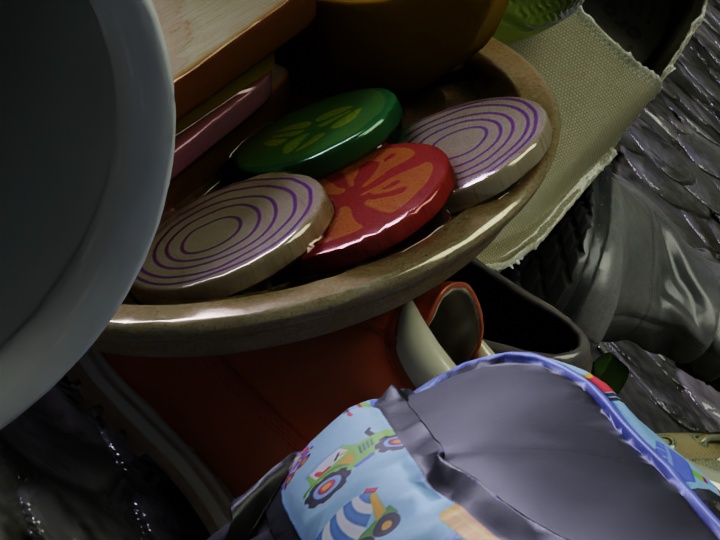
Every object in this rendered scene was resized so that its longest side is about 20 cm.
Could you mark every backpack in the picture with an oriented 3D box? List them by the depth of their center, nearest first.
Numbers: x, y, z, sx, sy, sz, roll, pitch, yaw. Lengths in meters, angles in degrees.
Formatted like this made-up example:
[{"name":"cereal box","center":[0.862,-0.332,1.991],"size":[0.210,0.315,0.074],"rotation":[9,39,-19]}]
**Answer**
[{"name":"backpack","center":[0.019,0.116,0.453],"size":[0.135,0.183,0.200],"rotation":[46,3,-23]}]

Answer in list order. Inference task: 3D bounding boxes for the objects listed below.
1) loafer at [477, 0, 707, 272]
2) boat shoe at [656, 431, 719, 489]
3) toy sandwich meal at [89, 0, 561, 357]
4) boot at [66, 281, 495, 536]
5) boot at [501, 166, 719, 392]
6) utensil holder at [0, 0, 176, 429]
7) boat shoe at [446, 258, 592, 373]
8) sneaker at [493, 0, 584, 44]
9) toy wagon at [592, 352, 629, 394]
[{"name":"loafer","center":[0.061,-0.065,0.855],"size":[0.076,0.068,0.200],"rotation":[43,50,-7]},{"name":"boat shoe","center":[0.157,0.087,0.995],"size":[0.063,0.073,0.201],"rotation":[53,26,14]},{"name":"toy sandwich meal","center":[-0.044,-0.050,0.677],"size":[0.205,0.205,0.070],"rotation":[-105,-175,-59]},{"name":"boot","center":[-0.016,0.024,0.689],"size":[0.075,0.107,0.200],"rotation":[12,33,-54]},{"name":"boot","center":[0.118,0.016,0.925],"size":[0.132,0.070,0.200],"rotation":[38,19,-5]},{"name":"utensil holder","center":[-0.147,-0.072,0.515],"size":[0.170,0.170,0.200],"rotation":[30,21,-38]},{"name":"boat shoe","center":[0.000,0.000,0.757],"size":[0.200,0.073,0.074],"rotation":[33,34,28]},{"name":"sneaker","center":[-0.024,-0.097,0.822],"size":[0.200,0.076,0.105],"rotation":[-9,19,-13]},{"name":"toy wagon","center":[0.032,0.019,0.921],"size":[0.155,0.040,0.200],"rotation":[42,18,-5]}]
